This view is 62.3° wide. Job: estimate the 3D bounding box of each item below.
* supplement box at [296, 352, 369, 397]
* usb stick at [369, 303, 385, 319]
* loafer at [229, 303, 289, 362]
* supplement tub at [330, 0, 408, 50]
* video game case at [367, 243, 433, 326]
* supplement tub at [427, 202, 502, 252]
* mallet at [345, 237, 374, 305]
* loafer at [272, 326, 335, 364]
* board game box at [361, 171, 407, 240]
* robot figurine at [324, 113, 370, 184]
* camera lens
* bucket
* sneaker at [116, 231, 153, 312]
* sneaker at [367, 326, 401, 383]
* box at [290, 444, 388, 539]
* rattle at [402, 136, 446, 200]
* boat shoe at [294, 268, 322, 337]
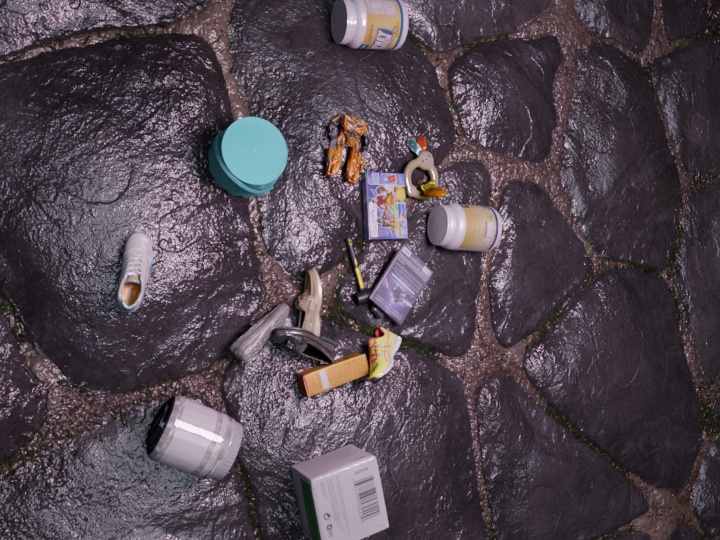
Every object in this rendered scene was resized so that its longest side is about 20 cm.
[{"bbox_3d":[-0.076,0.292,1.683,0.198,0.066,0.070,-18,94,-24],"label":"supplement box"},{"bbox_3d":[0.101,0.062,1.799,0.056,0.033,0.200,49,69,-16],"label":"usb stick"},{"bbox_3d":[-0.268,0.157,1.600,0.069,0.070,0.200,28,52,20],"label":"loafer"},{"bbox_3d":[0.026,-0.728,1.754,0.198,0.144,0.147,-8,90,-25],"label":"supplement tub"},{"bbox_3d":[0.122,0.043,1.782,0.143,0.019,0.201,42,73,-26],"label":"video game case"},{"bbox_3d":[0.322,-0.134,1.853,0.198,0.144,0.146,3,85,-25],"label":"supplement tub"},{"bbox_3d":[0.000,0.000,1.756,0.065,0.041,0.203,-7,86,-26],"label":"mallet"},{"bbox_3d":[-0.147,0.204,1.615,0.199,0.072,0.063,20,46,-33],"label":"loafer"},{"bbox_3d":[0.073,-0.193,1.800,0.134,0.034,0.203,-1,86,-25],"label":"board game box"},{"bbox_3d":[-0.036,-0.363,1.748,0.144,0.058,0.202,14,81,-25],"label":"robot figurine"},{"bbox_3d":[-0.411,0.411,1.466,0.199,0.160,0.161,29,75,-20],"label":"camera lens"},{"bbox_3d":[-0.296,-0.300,1.581,0.205,0.135,0.210,2,85,-23],"label":"bucket"},{"bbox_3d":[-0.554,0.003,1.471,0.076,0.081,0.203,8,82,-22],"label":"sneaker"},{"bbox_3d":[0.050,0.241,1.716,0.090,0.078,0.201,40,35,-10],"label":"sneaker"},{"bbox_3d":[-0.058,0.608,1.612,0.198,0.171,0.202,-12,91,-24],"label":"box"},{"bbox_3d":[0.201,-0.321,1.817,0.129,0.143,0.203,9,88,-8],"label":"rattle"},{"bbox_3d":[-0.148,0.096,1.661,0.064,0.072,0.203,1,93,-23],"label":"boat shoe"}]
